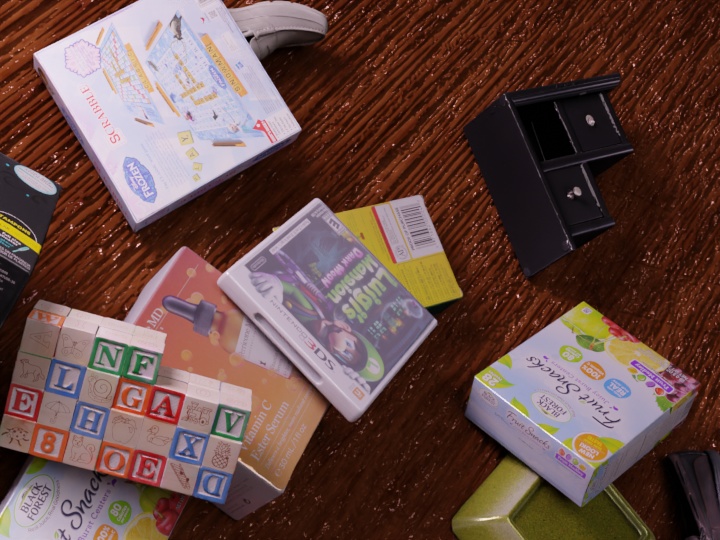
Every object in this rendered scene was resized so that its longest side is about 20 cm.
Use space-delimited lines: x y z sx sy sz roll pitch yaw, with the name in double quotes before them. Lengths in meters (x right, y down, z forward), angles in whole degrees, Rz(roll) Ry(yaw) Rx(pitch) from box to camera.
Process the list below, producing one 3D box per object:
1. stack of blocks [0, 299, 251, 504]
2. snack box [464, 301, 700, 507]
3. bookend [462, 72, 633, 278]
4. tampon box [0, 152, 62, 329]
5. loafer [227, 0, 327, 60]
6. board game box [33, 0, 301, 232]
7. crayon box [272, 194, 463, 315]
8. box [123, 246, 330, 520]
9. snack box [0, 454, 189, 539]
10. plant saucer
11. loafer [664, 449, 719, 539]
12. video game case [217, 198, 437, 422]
"stack of blocks" -0.194 0.111 1.149 0.198 0.059 0.116 16 102 -7
"snack box" 0.241 0.139 1.468 0.168 0.068 0.199 36 48 28
"bookend" 0.254 -0.116 1.623 0.197 0.092 0.202 -13 76 -35
"tampon box" -0.353 -0.024 1.135 0.149 0.127 0.200 29 18 -17
"loafer" -0.125 -0.250 1.475 0.198 0.070 0.071 -8 76 -25
"board game box" -0.195 -0.174 1.374 0.198 0.041 0.201 -30 85 -18
"crayon box" 0.000 0.000 1.441 0.199 0.051 0.128 -13 75 -35
"box" -0.140 0.107 1.273 0.199 0.106 0.153 37 54 -12
"snack box" -0.248 0.231 1.183 0.142 0.053 0.201 33 55 -12
"plant saucer" 0.222 0.278 1.449 0.200 0.048 0.200 50 53 -1
"loafer" 0.382 0.298 1.534 0.062 0.072 0.202 6 58 -7
"video game case" -0.026 0.032 1.321 0.182 0.023 0.200 46 34 0
